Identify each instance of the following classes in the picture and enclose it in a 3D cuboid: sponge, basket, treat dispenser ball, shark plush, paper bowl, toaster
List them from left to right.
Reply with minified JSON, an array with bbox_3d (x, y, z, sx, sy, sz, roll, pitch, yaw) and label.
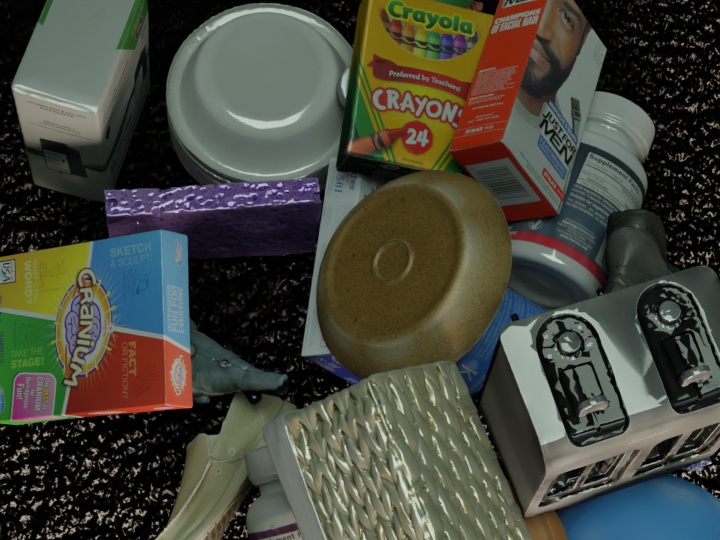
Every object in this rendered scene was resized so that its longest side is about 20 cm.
[{"bbox_3d":[-0.155,0.086,1.274,0.199,0.083,0.091,28,72,35],"label":"shark plush"},{"bbox_3d":[-0.138,-0.045,1.342,0.198,0.112,0.030,-4,67,-6],"label":"sponge"},{"bbox_3d":[-0.092,-0.172,1.401,0.199,0.104,0.202,1,68,-3],"label":"paper bowl"},{"bbox_3d":[0.034,0.181,1.133,0.135,0.123,0.201,-6,68,-50],"label":"basket"},{"bbox_3d":[0.191,0.099,1.117,0.179,0.200,0.119,-15,68,-9],"label":"toaster"},{"bbox_3d":[0.242,0.272,1.200,0.199,0.201,0.203,2,68,-4],"label":"treat dispenser ball"}]

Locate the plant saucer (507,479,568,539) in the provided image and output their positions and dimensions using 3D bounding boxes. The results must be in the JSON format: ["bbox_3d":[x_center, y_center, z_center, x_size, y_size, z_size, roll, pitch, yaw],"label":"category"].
[{"bbox_3d":[0.100,0.275,1.197,0.032,0.200,0.202,18,64,-32],"label":"plant saucer"}]

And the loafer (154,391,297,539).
[{"bbox_3d":[-0.134,0.188,1.275,0.068,0.076,0.200,33,60,10],"label":"loafer"}]

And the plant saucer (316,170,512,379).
[{"bbox_3d":[0.035,-0.002,1.233,0.199,0.035,0.202,-16,60,29],"label":"plant saucer"}]

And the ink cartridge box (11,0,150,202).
[{"bbox_3d":[-0.257,-0.173,1.337,0.082,0.200,0.148,16,69,-1],"label":"ink cartridge box"}]

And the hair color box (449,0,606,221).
[{"bbox_3d":[0.159,-0.160,1.318,0.064,0.111,0.201,-8,51,38],"label":"hair color box"}]

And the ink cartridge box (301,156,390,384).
[{"bbox_3d":[0.000,0.000,1.342,0.044,0.094,0.202,-7,65,33],"label":"ink cartridge box"}]

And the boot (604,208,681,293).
[{"bbox_3d":[0.260,0.051,1.299,0.069,0.200,0.132,-8,52,33],"label":"boot"}]

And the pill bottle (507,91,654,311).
[{"bbox_3d":[0.209,-0.067,1.375,0.119,0.120,0.201,24,68,5],"label":"pill bottle"}]

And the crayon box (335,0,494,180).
[{"bbox_3d":[0.053,-0.182,1.328,0.126,0.051,0.202,10,74,-12],"label":"crayon box"}]

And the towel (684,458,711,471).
[{"bbox_3d":[0.243,0.116,1.289,0.024,0.199,0.146,-33,65,30],"label":"towel"}]

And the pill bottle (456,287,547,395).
[{"bbox_3d":[0.124,0.074,1.301,0.199,0.112,0.113,30,68,-11],"label":"pill bottle"}]

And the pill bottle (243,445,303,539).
[{"bbox_3d":[-0.034,0.241,1.217,0.111,0.112,0.202,-15,84,-10],"label":"pill bottle"}]

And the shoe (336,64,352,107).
[{"bbox_3d":[0.066,-0.157,1.401,0.198,0.091,0.072,3,75,-14],"label":"shoe"}]

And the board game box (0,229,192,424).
[{"bbox_3d":[-0.243,0.053,1.265,0.199,0.040,0.154,-9,79,28],"label":"board game box"}]
